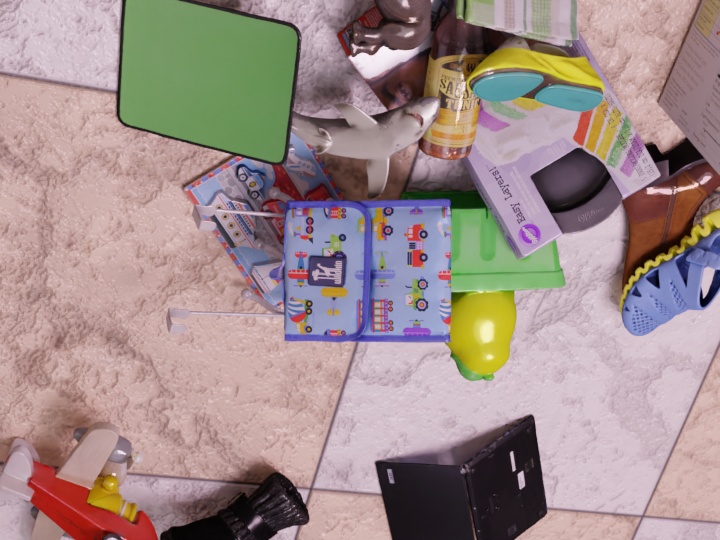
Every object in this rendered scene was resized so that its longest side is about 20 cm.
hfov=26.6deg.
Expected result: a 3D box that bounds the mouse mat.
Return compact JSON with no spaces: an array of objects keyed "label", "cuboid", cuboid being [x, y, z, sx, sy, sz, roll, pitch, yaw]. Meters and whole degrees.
[{"label":"mouse mat","cuboid":[-0.161,-0.202,1.594,0.197,0.008,0.163,15,120,10]}]

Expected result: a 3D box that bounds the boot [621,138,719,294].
[{"label":"boot","cuboid":[0.408,-0.062,1.851,0.186,0.069,0.202,-14,124,-7]}]

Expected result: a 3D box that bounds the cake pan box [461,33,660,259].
[{"label":"cake pan box","cuboid":[0.210,-0.137,1.693,0.183,0.052,0.202,-29,89,-1]}]

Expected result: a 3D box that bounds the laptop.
[{"label":"laptop","cuboid":[0.139,0.292,2.031,0.199,0.103,0.179,-32,129,-26]}]

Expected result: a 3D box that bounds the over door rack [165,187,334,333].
[{"label":"over door rack","cuboid":[-0.123,-0.014,1.709,0.198,0.067,0.149,-4,124,-36]}]

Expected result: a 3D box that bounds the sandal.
[{"label":"sandal","cuboid":[0.394,0.016,1.838,0.079,0.088,0.200,20,126,-35]}]

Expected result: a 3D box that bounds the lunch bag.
[{"label":"lunch bag","cuboid":[0.000,0.000,1.651,0.197,0.094,0.153,0,90,4]}]

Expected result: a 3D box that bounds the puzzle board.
[{"label":"puzzle board","cuboid":[-0.090,-0.057,1.750,0.150,0.017,0.201,-30,123,4]}]

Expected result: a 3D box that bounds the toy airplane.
[{"label":"toy airplane","cuboid":[-0.339,0.263,1.826,0.198,0.141,0.201,-2,118,30]}]

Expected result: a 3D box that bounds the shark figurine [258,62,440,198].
[{"label":"shark figurine","cuboid":[-0.024,-0.164,1.636,0.212,0.090,0.129,16,124,5]}]

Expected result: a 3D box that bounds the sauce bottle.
[{"label":"sauce bottle","cuboid":[0.101,-0.218,1.598,0.065,0.066,0.202,-2,119,-14]}]

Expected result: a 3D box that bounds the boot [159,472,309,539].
[{"label":"boot","cuboid":[-0.153,0.318,1.876,0.156,0.211,0.080,-28,86,7]}]

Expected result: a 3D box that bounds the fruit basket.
[{"label":"fruit basket","cuboid":[0.131,0.017,1.769,0.212,0.156,0.219,-4,107,-13]}]

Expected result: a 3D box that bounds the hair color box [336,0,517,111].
[{"label":"hair color box","cuboid":[0.087,-0.263,1.644,0.199,0.064,0.111,-35,124,9]}]

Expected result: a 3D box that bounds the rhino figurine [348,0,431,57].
[{"label":"rhino figurine","cuboid":[0.030,-0.313,1.541,0.086,0.060,0.203,-4,114,-6]}]

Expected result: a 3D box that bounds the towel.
[{"label":"towel","cuboid":[0.160,-0.315,1.566,0.199,0.030,0.152,0,89,-49]}]

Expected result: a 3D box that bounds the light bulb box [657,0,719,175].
[{"label":"light bulb box","cuboid":[0.453,-0.219,1.688,0.123,0.199,0.202,8,120,-22]}]

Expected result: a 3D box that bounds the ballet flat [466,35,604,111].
[{"label":"ballet flat","cuboid":[0.179,-0.211,1.602,0.198,0.068,0.067,3,156,-41]}]
